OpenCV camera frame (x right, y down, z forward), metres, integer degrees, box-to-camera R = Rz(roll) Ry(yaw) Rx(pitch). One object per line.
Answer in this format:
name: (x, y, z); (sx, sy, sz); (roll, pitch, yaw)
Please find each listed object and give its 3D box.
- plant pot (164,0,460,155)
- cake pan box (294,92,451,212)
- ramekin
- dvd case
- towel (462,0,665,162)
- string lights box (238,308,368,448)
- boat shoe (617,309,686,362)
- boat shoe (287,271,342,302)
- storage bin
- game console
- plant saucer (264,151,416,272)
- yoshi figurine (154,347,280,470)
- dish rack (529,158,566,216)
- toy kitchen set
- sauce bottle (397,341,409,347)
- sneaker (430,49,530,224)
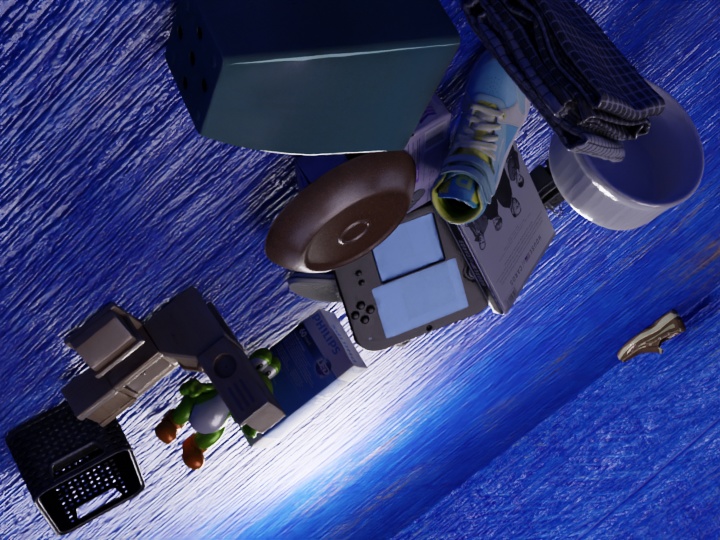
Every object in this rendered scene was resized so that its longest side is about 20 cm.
plant pot: (-0.052, -0.185, 0.960); (0.197, 0.143, 0.142); (-12, 152, -29)
cake pan box: (0.016, -0.109, 1.339); (0.183, 0.053, 0.201); (-32, 160, -11)
ramekin: (0.348, -0.153, 1.538); (0.198, 0.202, 0.098); (-22, 165, -28)
dvd case: (0.178, -0.067, 1.474); (0.151, 0.024, 0.201); (-53, 131, -28)
towel: (0.214, -0.214, 1.191); (0.086, 0.201, 0.165); (-43, 158, 24)
string lights box: (-0.099, 0.158, 1.678); (0.199, 0.104, 0.059); (-38, 158, 13)
boat shoe: (0.790, 0.195, 3.119); (0.202, 0.075, 0.074); (-41, 158, 18)
boat shoe: (0.000, 0.000, 1.519); (0.196, 0.063, 0.075); (-6, 160, -11)
storage bin: (-0.367, 0.252, 1.501); (0.134, 0.094, 0.201); (-27, 159, -16)
game console: (0.067, 0.002, 1.475); (0.197, 0.031, 0.179); (-20, 120, -6)
plant saucer: (-0.014, -0.056, 1.296); (0.198, 0.037, 0.201); (-28, 157, -13)
yoshi figurine: (-0.193, 0.192, 1.614); (0.200, 0.113, 0.112); (-42, 151, 13)
dish rack: (0.326, -0.142, 1.723); (0.152, 0.055, 0.200); (-36, 160, 7)
toy kitchen set: (-0.231, 0.140, 1.329); (0.199, 0.181, 0.163); (-37, 158, -1)
sauce bottle: (0.100, 0.049, 1.788); (0.064, 0.065, 0.201); (-14, 151, -41)
sneaker: (0.134, -0.141, 1.283); (0.131, 0.078, 0.203); (-56, 159, -58)
